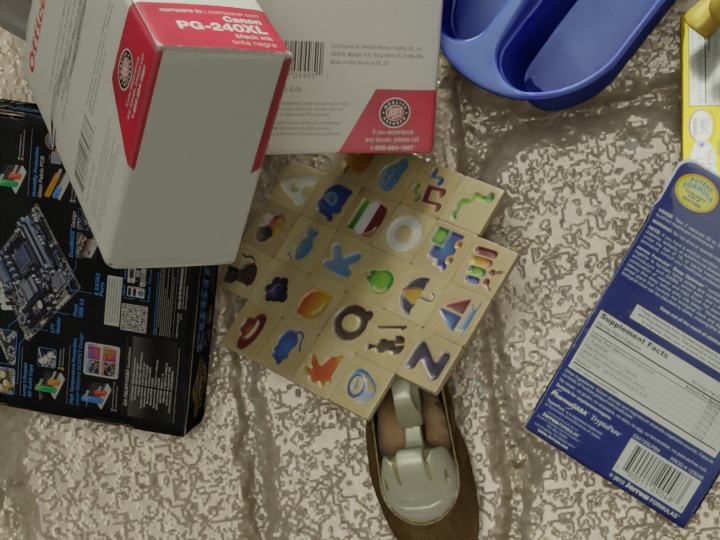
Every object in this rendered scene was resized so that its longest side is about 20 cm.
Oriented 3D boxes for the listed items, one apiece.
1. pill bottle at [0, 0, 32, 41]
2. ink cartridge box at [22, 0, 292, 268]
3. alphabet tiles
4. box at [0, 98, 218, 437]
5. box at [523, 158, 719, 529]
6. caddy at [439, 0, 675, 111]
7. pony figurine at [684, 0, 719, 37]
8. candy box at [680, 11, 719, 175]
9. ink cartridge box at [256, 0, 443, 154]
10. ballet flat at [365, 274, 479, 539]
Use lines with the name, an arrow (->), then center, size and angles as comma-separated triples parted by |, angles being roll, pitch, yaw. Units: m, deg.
pill bottle -> -0.176, -0.254, 1.130 | 0.119, 0.120, 0.201 | 21, 75, 11
ink cartridge box -> -0.125, -0.120, 0.986 | 0.083, 0.146, 0.200 | -2, 40, -27
alphabet tiles -> 0.000, 0.000, 1.082 | 0.199, 0.006, 0.167 | 24, 78, 38
box -> -0.193, -0.005, 1.119 | 0.197, 0.050, 0.202 | 8, 102, 11
box -> 0.203, 0.044, 1.058 | 0.121, 0.032, 0.201 | 32, 105, 12
caddy -> 0.130, -0.197, 1.083 | 0.141, 0.105, 0.200 | 38, 90, 11
pony figurine -> 0.281, -0.208, 1.006 | 0.166, 0.193, 0.200 | 37, 113, 1
candy box -> 0.255, -0.067, 1.087 | 0.101, 0.026, 0.202 | 1, 84, 7
ink cartridge box -> -0.027, -0.176, 1.042 | 0.145, 0.085, 0.202 | -2, 103, -32
ballet flat -> 0.033, 0.094, 1.083 | 0.067, 0.072, 0.202 | -8, 82, 7
